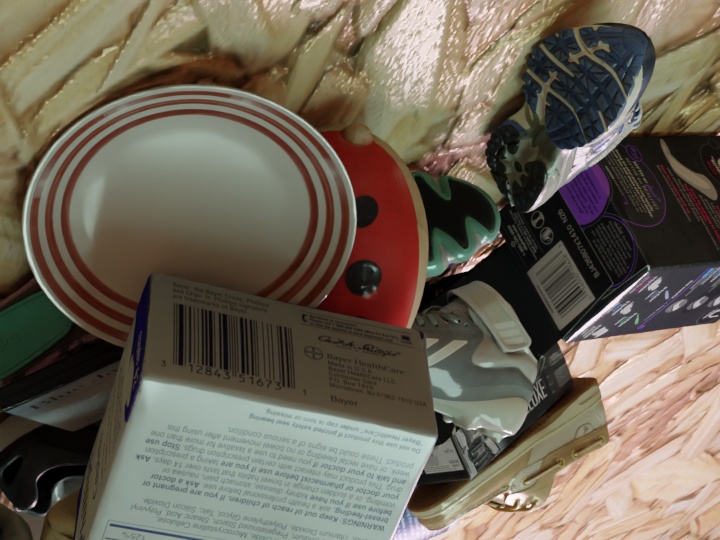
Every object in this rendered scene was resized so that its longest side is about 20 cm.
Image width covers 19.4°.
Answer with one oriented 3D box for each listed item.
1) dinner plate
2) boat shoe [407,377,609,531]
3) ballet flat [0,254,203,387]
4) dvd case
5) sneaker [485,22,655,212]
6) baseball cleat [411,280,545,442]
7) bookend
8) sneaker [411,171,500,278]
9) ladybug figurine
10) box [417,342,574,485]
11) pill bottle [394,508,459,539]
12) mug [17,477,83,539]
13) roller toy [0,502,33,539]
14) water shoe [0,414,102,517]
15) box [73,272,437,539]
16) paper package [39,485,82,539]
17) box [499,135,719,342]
[{"bbox_3d":[-0.102,-0.031,1.268,0.200,0.024,0.200,-3,128,-4],"label":"dinner plate"},{"bbox_3d":[0.126,0.159,1.676,0.200,0.069,0.074,-32,-166,-28],"label":"boat shoe"},{"bbox_3d":[-0.174,0.018,1.364,0.200,0.069,0.071,-31,177,16],"label":"ballet flat"},{"bbox_3d":[-0.155,0.067,1.421,0.143,0.018,0.200,-24,170,1],"label":"dvd case"},{"bbox_3d":[0.155,-0.117,1.435,0.085,0.077,0.200,-27,169,-28],"label":"sneaker"},{"bbox_3d":[0.037,0.045,1.466,0.200,0.107,0.070,25,173,-26],"label":"baseball cleat"},{"bbox_3d":[0.021,0.068,1.635,0.199,0.092,0.200,-16,-167,40],"label":"bookend"},{"bbox_3d":[0.000,0.000,1.515,0.200,0.078,0.140,-14,159,-6],"label":"sneaker"},{"bbox_3d":[-0.028,0.002,1.351,0.072,0.136,0.200,-52,156,-69],"label":"ladybug figurine"},{"bbox_3d":[0.050,0.119,1.702,0.200,0.050,0.158,-12,-163,43],"label":"box"},{"bbox_3d":[0.024,0.202,1.948,0.200,0.116,0.116,-21,158,-14],"label":"pill bottle"},{"bbox_3d":[-0.182,0.188,1.664,0.175,0.148,0.200,-12,126,-12],"label":"mug"},{"bbox_3d":[-0.319,0.219,1.438,0.182,0.140,0.200,-24,-148,48],"label":"roller toy"},{"bbox_3d":[-0.175,0.114,1.553,0.200,0.079,0.072,-29,159,4],"label":"water shoe"},{"bbox_3d":[-0.071,0.123,1.309,0.184,0.105,0.200,13,125,-13],"label":"box"},{"bbox_3d":[-0.096,0.203,1.482,0.200,0.190,0.104,-34,142,-53],"label":"paper package"},{"bbox_3d":[0.223,-0.027,1.634,0.200,0.122,0.106,-4,149,-45],"label":"box"}]
